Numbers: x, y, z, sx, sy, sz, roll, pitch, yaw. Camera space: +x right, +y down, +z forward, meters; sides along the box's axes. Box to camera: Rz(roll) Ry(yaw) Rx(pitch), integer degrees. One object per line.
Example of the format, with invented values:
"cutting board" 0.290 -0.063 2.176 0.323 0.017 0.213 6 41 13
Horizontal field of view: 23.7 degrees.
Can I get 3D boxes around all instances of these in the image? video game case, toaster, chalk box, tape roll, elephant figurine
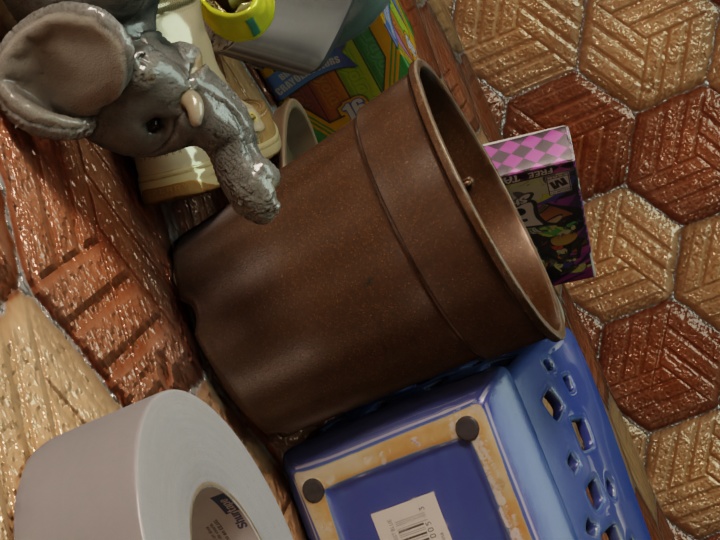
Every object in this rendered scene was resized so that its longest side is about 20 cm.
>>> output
"video game case" 0.068 -0.027 1.272 0.181 0.199 0.036 67 11 -61
"toaster" -0.068 -0.244 1.272 0.114 0.200 0.129 38 24 32
"chalk box" -0.041 -0.236 1.535 0.200 0.124 0.124 57 16 -37
"tape roll" -0.083 0.161 0.811 0.201 0.066 0.201 60 15 -28
"elephant figurine" -0.140 -0.125 0.949 0.141 0.155 0.201 -13 110 -44

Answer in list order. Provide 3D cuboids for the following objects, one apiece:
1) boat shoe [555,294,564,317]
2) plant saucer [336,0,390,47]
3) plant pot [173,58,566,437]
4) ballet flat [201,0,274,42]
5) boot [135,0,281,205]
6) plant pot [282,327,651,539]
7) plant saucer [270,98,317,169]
"boat shoe" 0.062 0.039 1.267 0.199 0.063 0.073 -4 71 -35
"plant saucer" -0.058 -0.271 1.359 0.201 0.200 0.027 67 24 -3
"plant pot" 0.000 0.000 1.103 0.201 0.198 0.200 57 12 -19
"ballet flat" -0.122 -0.247 1.170 0.200 0.067 0.067 58 3 1
"boot" -0.115 -0.137 1.135 0.200 0.073 0.156 -47 124 -70
"plant pot" 0.070 0.168 1.161 0.201 0.199 0.180 69 20 5
"plant saucer" -0.045 -0.029 1.292 0.200 0.029 0.201 -9 90 -82
